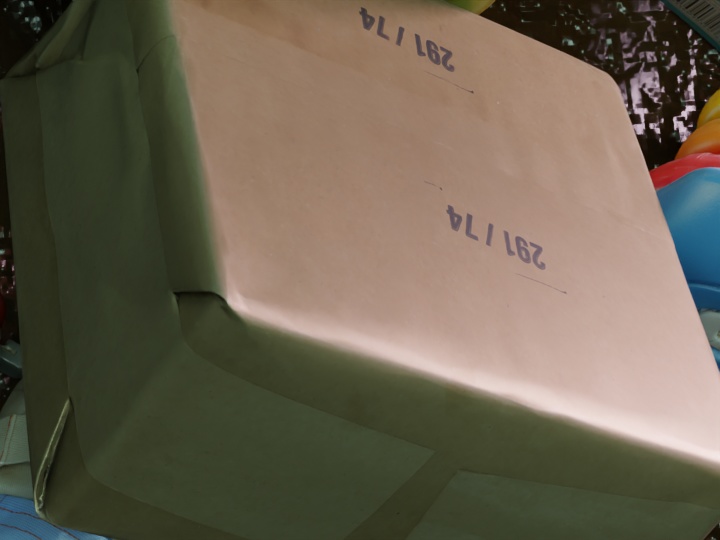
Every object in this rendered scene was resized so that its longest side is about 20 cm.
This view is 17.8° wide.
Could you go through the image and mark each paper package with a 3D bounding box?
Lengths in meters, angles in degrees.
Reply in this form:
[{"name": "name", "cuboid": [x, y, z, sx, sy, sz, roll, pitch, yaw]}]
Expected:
[{"name": "paper package", "cuboid": [0.000, 0.000, 0.718, 0.199, 0.104, 0.192, 18, 41, -31]}]

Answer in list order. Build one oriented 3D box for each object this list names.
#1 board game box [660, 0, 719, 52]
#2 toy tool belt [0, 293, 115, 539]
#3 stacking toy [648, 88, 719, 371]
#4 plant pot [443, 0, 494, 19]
[{"name": "board game box", "cuboid": [0.146, -0.208, 0.878, 0.151, 0.047, 0.201, 38, 76, -6]}, {"name": "toy tool belt", "cuboid": [-0.095, 0.090, 0.741, 0.199, 0.125, 0.124, 31, 68, -7]}, {"name": "stacking toy", "cuboid": [0.171, -0.053, 0.846, 0.109, 0.116, 0.201, 36, 62, -12]}, {"name": "plant pot", "cuboid": [-0.027, -0.203, 0.770, 0.199, 0.201, 0.190, 16, 63, -11]}]
